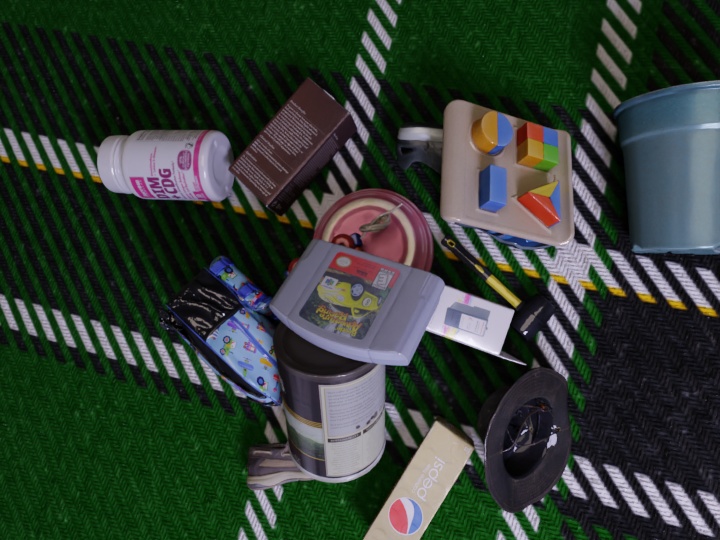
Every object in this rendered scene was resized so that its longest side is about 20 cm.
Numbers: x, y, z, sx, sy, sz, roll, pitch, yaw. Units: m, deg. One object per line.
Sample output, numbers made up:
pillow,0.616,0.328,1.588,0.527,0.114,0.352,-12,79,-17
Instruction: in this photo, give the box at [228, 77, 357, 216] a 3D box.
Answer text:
box,-0.109,-0.200,0.901,0.100,0.075,0.200,43,93,14

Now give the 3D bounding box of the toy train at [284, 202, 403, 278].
toy train,0.000,0.000,0.800,0.198,0.085,0.117,-28,89,6

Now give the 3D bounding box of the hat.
hat,0.211,0.225,0.766,0.081,0.199,0.203,11,82,52

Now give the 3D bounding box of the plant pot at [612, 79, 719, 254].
plant pot,0.442,-0.123,0.732,0.197,0.200,0.199,2,90,11

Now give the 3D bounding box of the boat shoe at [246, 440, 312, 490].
boat shoe,-0.085,0.274,0.828,0.198,0.074,0.074,-16,80,7

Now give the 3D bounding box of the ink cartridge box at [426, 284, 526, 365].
ink cartridge box,0.135,0.062,0.772,0.198,0.117,0.068,20,90,-3

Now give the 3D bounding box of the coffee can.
coffee can,-0.036,0.164,0.749,0.144,0.147,0.202,6,124,12

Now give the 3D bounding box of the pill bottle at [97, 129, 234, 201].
pill bottle,-0.322,-0.175,0.917,0.197,0.113,0.115,3,83,12

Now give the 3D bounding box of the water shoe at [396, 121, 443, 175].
water shoe,0.154,-0.182,0.861,0.197,0.072,0.080,11,113,9

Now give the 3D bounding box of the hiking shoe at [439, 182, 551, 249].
hiking shoe,0.211,-0.081,0.814,0.197,0.087,0.075,13,85,12

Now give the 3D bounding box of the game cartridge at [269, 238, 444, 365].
game cartridge,-0.011,0.039,0.684,0.198,0.041,0.134,17,63,25

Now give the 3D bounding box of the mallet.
mallet,0.207,0.010,0.831,0.066,0.041,0.201,-39,73,3

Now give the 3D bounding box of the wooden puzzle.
wooden puzzle,0.212,-0.141,0.767,0.197,0.046,0.188,9,72,-13

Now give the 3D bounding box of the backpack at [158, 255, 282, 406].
backpack,-0.169,0.101,0.814,0.199,0.183,0.135,38,75,16

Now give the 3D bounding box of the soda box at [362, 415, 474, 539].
soda box,0.086,0.316,0.795,0.067,0.064,0.201,32,90,13

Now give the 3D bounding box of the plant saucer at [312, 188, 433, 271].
plant saucer,0.015,-0.034,0.865,0.198,0.051,0.203,-2,82,11
